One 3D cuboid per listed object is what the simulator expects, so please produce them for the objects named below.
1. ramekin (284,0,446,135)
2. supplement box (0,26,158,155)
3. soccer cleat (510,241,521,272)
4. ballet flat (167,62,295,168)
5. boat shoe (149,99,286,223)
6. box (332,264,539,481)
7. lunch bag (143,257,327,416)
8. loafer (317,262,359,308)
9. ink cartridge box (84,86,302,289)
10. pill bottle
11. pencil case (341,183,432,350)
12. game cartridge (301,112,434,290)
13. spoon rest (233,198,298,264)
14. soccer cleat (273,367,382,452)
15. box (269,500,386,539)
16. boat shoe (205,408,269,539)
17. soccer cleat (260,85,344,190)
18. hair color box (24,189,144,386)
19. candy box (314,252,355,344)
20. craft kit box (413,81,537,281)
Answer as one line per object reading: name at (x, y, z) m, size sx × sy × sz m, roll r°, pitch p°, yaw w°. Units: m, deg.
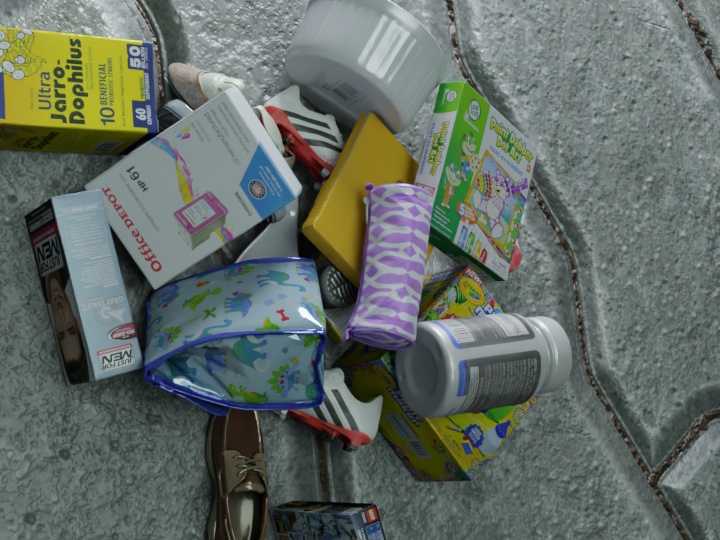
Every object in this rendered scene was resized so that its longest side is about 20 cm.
ramekin at (0.001, -0.259, 1.450) m, size 0.200 × 0.200 × 0.098 m, roll 36°, pitch 73°, yaw -22°
supplement box at (-0.339, -0.197, 1.273) m, size 0.199 × 0.109 × 0.110 m, roll -1°, pitch 82°, yaw -32°
soccer cleat at (0.171, -0.089, 1.610) m, size 0.076 × 0.066 × 0.201 m, roll -23°, pitch 89°, yaw -63°
ballet flat at (-0.151, -0.192, 1.394) m, size 0.200 × 0.067 × 0.068 m, roll 48°, pitch 34°, yaw -3°
boat shoe at (-0.176, -0.120, 1.372) m, size 0.200 × 0.069 × 0.057 m, roll 43°, pitch 69°, yaw 6°
box at (0.107, 0.135, 1.486) m, size 0.193 × 0.122 × 0.200 m, roll -45°, pitch 105°, yaw -31°
lunch bag at (-0.143, 0.073, 1.289) m, size 0.199 × 0.170 × 0.128 m, roll 1°, pitch 118°, yaw -9°
loafer at (0.000, 0.000, 1.444) m, size 0.200 × 0.069 × 0.076 m, roll -19°, pitch 92°, yaw -47°
ink cartridge box at (-0.189, -0.093, 1.301) m, size 0.199 × 0.085 × 0.145 m, roll -32°, pitch 99°, yaw 10°
pill bottle at (0.152, 0.111, 1.378) m, size 0.199 × 0.114 × 0.115 m, roll -4°, pitch 83°, yaw -33°
pencil case at (0.034, -0.007, 1.334) m, size 0.085 × 0.084 × 0.201 m, roll 12°, pitch 68°, yaw -15°
game cartridge at (0.024, -0.068, 1.419) m, size 0.176 × 0.032 × 0.201 m, roll 46°, pitch 52°, yaw -27°
spoon rest at (-0.112, -0.025, 1.413) m, size 0.099 × 0.061 × 0.201 m, roll 16°, pitch 72°, yaw -29°
soccer cleat at (-0.064, 0.147, 1.394) m, size 0.199 × 0.069 × 0.086 m, roll 29°, pitch 72°, yaw -10°
box at (-0.029, 0.338, 1.316) m, size 0.040 × 0.200 × 0.138 m, roll -15°, pitch 90°, yaw -32°
boat shoe at (-0.136, 0.245, 1.342) m, size 0.075 × 0.072 × 0.201 m, roll 3°, pitch 80°, yaw -32°
soccer cleat at (-0.043, -0.150, 1.464) m, size 0.200 × 0.069 × 0.085 m, roll 43°, pitch 59°, yaw -9°
hair color box at (-0.306, 0.021, 1.260) m, size 0.060 × 0.099 × 0.201 m, roll -14°, pitch 89°, yaw -33°
candy box at (0.002, -0.007, 1.501) m, size 0.102 × 0.026 × 0.200 m, roll 50°, pitch 60°, yaw -11°
craft kit box at (0.148, -0.112, 1.487) m, size 0.200 × 0.048 × 0.199 m, roll 30°, pitch 66°, yaw -47°
